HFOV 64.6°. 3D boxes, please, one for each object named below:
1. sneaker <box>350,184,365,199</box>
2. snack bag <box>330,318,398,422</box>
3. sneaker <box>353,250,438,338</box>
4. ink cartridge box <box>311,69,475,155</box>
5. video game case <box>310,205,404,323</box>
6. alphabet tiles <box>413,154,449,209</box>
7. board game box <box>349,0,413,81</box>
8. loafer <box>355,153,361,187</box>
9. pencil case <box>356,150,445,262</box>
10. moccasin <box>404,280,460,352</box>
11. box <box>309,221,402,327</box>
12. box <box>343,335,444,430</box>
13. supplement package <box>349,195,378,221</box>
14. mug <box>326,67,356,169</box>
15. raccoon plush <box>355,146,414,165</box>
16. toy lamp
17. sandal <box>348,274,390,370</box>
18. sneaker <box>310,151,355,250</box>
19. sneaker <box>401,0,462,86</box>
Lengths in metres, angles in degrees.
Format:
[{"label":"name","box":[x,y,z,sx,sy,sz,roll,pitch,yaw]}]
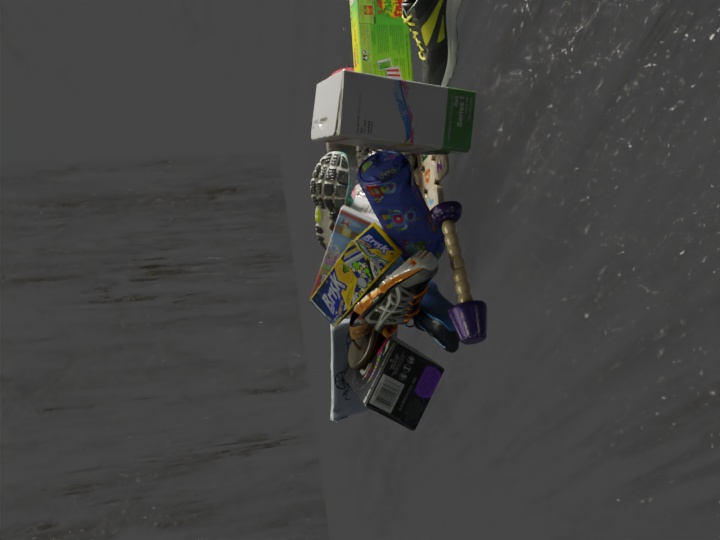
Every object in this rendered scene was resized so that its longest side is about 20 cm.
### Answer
[{"label":"sneaker","box":[0.031,-0.183,1.119,0.075,0.102,0.205,-96,5,-76]},{"label":"snack bag","box":[0.011,0.197,1.181,0.021,0.186,0.205,4,95,49]},{"label":"sneaker","box":[0.066,0.038,0.870,0.078,0.078,0.200,51,144,4]},{"label":"ink cartridge box","box":[0.041,-0.218,0.812,0.145,0.195,0.086,-154,68,-69]},{"label":"video game case","box":[0.000,0.000,1.023,0.018,0.141,0.203,-60,-7,-59]},{"label":"alphabet tiles","box":[0.109,-0.194,0.974,0.195,0.014,0.205,143,121,-73]},{"label":"board game box","box":[0.038,-0.403,1.030,0.048,0.099,0.205,180,86,-77]},{"label":"loafer","box":[0.021,-0.213,1.199,0.063,0.071,0.203,53,154,42]},{"label":"pencil case","box":[0.069,-0.092,0.875,0.201,0.085,0.079,56,-145,-37]},{"label":"moccasin","box":[0.105,0.072,0.937,0.200,0.079,0.070,-119,20,-67]},{"label":"box","box":[-0.012,0.012,0.942,0.070,0.064,0.200,45,141,5]},{"label":"box","box":[0.054,0.188,1.049,0.124,0.105,0.200,-62,13,-3]},{"label":"supplement package","box":[0.030,-0.021,1.082,0.118,0.114,0.204,-66,-18,-60]},{"label":"mug","box":[-0.005,-0.355,1.251,0.177,0.132,0.203,-41,42,34]},{"label":"raccoon plush","box":[0.080,-0.213,0.966,0.201,0.096,0.135,49,136,18]},{"label":"toy lamp","box":[0.140,0.003,0.811,0.058,0.057,0.204,111,153,-63]},{"label":"sandal","box":[0.011,0.088,0.999,0.083,0.053,0.202,-99,27,-48]},{"label":"sneaker","box":[-0.047,-0.134,1.071,0.080,0.076,0.203,-50,-27,-47]},{"label":"sneaker","box":[0.096,-0.356,0.825,0.075,0.083,0.204,-115,24,-59]}]
